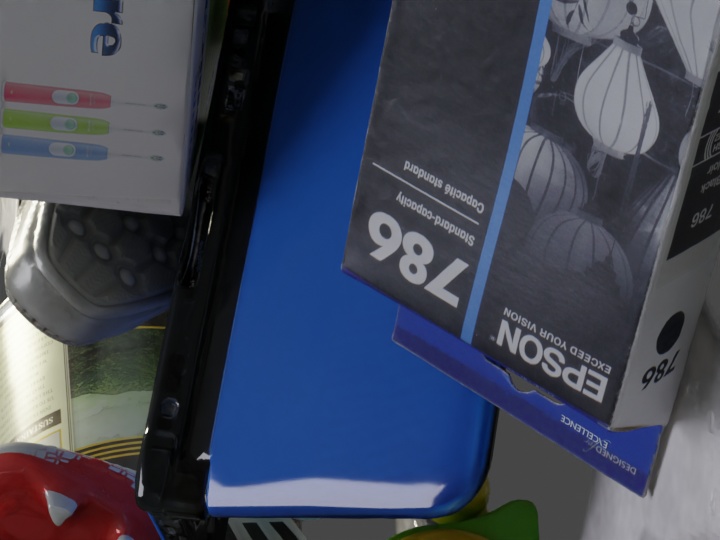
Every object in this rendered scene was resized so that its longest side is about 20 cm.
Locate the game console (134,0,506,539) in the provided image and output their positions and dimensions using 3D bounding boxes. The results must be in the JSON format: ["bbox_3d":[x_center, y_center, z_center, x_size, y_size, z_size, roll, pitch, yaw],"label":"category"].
[{"bbox_3d":[0.000,0.000,0.857,0.171,0.118,0.201,80,-160,-70],"label":"game console"}]

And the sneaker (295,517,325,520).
[{"bbox_3d":[-0.029,0.049,1.026,0.200,0.079,0.131,-98,13,-46],"label":"sneaker"}]

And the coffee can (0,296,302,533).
[{"bbox_3d":[-0.099,0.113,1.146,0.147,0.146,0.200,107,160,-46],"label":"coffee can"}]

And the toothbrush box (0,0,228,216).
[{"bbox_3d":[-0.089,-0.121,0.891,0.200,0.086,0.146,-91,6,-70],"label":"toothbrush box"}]

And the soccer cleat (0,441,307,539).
[{"bbox_3d":[-0.068,0.109,0.959,0.069,0.200,0.085,-40,32,30],"label":"soccer cleat"}]

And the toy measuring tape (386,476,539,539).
[{"bbox_3d":[0.025,0.153,0.791,0.074,0.073,0.201,126,144,-67],"label":"toy measuring tape"}]

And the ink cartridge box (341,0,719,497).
[{"bbox_3d":[0.051,-0.032,0.671,0.099,0.039,0.200,30,129,28],"label":"ink cartridge box"}]

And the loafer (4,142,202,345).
[{"bbox_3d":[-0.093,-0.013,0.933,0.070,0.070,0.200,-41,5,19],"label":"loafer"}]
